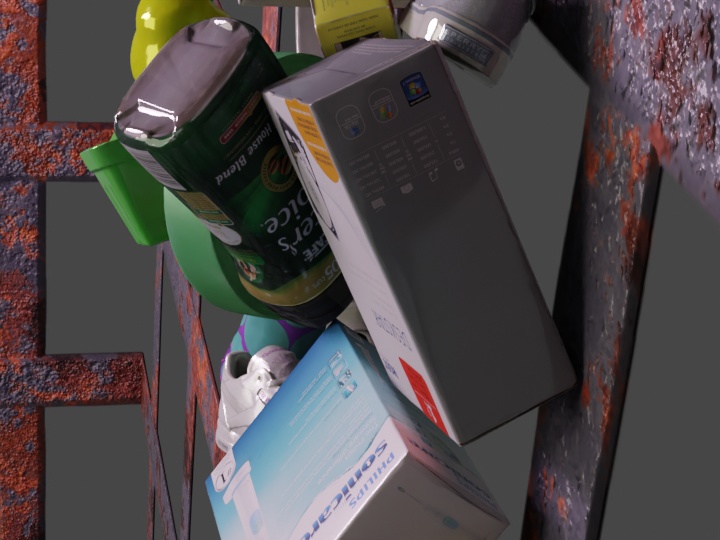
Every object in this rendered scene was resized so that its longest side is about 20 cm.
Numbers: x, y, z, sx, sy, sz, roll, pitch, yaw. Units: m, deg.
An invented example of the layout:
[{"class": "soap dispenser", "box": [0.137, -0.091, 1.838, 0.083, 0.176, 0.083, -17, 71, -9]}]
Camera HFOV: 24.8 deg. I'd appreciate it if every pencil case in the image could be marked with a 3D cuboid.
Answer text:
[{"class": "pencil case", "box": [-0.064, 0.029, 1.421, 0.092, 0.085, 0.201, 34, 128, 20]}]

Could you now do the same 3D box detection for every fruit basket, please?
[{"class": "fruit basket", "box": [-0.135, -0.139, 1.338, 0.155, 0.213, 0.218, -171, 80, -77]}]

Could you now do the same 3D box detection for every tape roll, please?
[{"class": "tape roll", "box": [-0.064, -0.064, 1.246, 0.048, 0.200, 0.203, 8, 101, 36]}]

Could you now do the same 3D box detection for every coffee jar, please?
[{"class": "coffee jar", "box": [-0.060, -0.056, 1.033, 0.085, 0.105, 0.200, 17, 155, 44]}]

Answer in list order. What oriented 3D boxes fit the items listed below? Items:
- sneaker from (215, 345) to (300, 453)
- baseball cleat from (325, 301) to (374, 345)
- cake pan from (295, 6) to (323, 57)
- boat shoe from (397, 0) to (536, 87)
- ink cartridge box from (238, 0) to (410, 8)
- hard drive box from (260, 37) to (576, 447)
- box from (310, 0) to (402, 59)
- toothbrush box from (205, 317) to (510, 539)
[{"class": "sneaker", "box": [-0.060, 0.118, 1.339, 0.199, 0.074, 0.101, 14, 108, 50]}, {"class": "baseball cleat", "box": [0.000, 0.000, 1.218, 0.107, 0.069, 0.202, -87, -11, -76]}, {"class": "cake pan", "box": [-0.019, -0.217, 1.366, 0.200, 0.036, 0.203, 179, 90, -77]}, {"class": "boat shoe", "box": [0.069, -0.150, 0.936, 0.072, 0.070, 0.201, -58, 6, 8]}, {"class": "ink cartridge box", "box": [-0.008, -0.281, 1.075, 0.083, 0.144, 0.202, 158, 111, -78]}, {"class": "hard drive box", "box": [0.029, -0.023, 0.916, 0.201, 0.076, 0.156, 65, 172, -13]}, {"class": "box", "box": [0.011, -0.118, 1.057, 0.201, 0.050, 0.076, 68, -172, -51]}, {"class": "toothbrush box", "box": [-0.010, 0.141, 1.006, 0.147, 0.085, 0.200, -51, 22, 7]}]
